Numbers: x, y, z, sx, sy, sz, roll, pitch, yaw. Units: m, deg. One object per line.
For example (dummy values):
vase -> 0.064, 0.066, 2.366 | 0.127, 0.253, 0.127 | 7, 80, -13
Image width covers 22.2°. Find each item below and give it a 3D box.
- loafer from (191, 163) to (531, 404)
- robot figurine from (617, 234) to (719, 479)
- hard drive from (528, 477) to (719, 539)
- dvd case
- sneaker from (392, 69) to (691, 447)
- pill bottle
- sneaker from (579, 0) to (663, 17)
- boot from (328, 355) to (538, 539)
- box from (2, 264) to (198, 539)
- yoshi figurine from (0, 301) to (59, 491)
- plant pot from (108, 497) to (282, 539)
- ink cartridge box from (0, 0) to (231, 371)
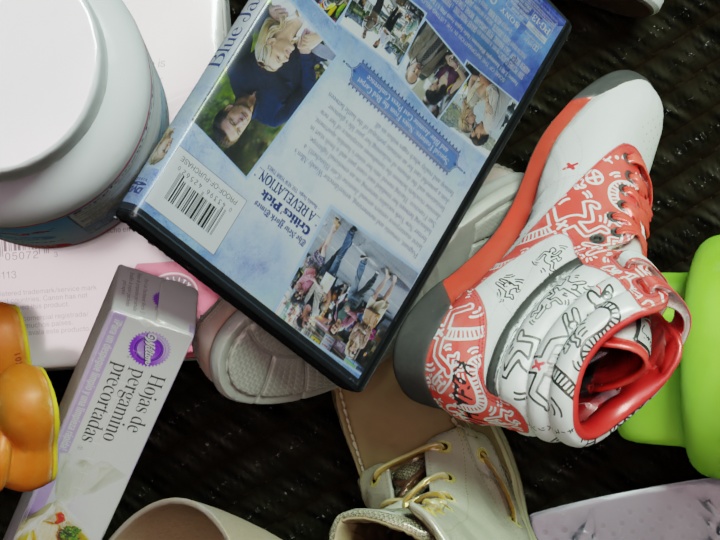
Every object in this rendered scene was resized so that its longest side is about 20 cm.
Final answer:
loafer -> 0.000, 0.000, 0.853 | 0.200, 0.063, 0.072 | -25, 132, -30
robot figurine -> 0.219, 0.042, 0.846 | 0.199, 0.175, 0.116 | 1, 104, 20
hard drive -> 0.185, 0.165, 0.889 | 0.199, 0.042, 0.135 | -7, 87, -1
dvd case -> 0.000, -0.067, 0.783 | 0.143, 0.018, 0.200 | 40, 74, -34
sneaker -> 0.112, -0.005, 0.823 | 0.108, 0.067, 0.201 | 17, 56, 39
pill bottle -> -0.135, -0.068, 0.727 | 0.108, 0.200, 0.109 | 0, 87, -2
sneaker -> 0.076, -0.201, 0.888 | 0.200, 0.073, 0.085 | 33, 85, -6
boot -> 0.023, 0.107, 0.815 | 0.072, 0.155, 0.200 | -31, 70, 15
box -> -0.127, 0.091, 0.832 | 0.039, 0.041, 0.200 | 19, 117, -14
yoshi figurine -> -0.231, 0.053, 0.750 | 0.199, 0.112, 0.112 | -10, 72, -18
plant pot -> -0.046, 0.215, 0.819 | 0.134, 0.200, 0.201 | 19, 85, -30
ink cartridge box -> -0.129, -0.054, 0.869 | 0.146, 0.083, 0.201 | -4, 87, -2
